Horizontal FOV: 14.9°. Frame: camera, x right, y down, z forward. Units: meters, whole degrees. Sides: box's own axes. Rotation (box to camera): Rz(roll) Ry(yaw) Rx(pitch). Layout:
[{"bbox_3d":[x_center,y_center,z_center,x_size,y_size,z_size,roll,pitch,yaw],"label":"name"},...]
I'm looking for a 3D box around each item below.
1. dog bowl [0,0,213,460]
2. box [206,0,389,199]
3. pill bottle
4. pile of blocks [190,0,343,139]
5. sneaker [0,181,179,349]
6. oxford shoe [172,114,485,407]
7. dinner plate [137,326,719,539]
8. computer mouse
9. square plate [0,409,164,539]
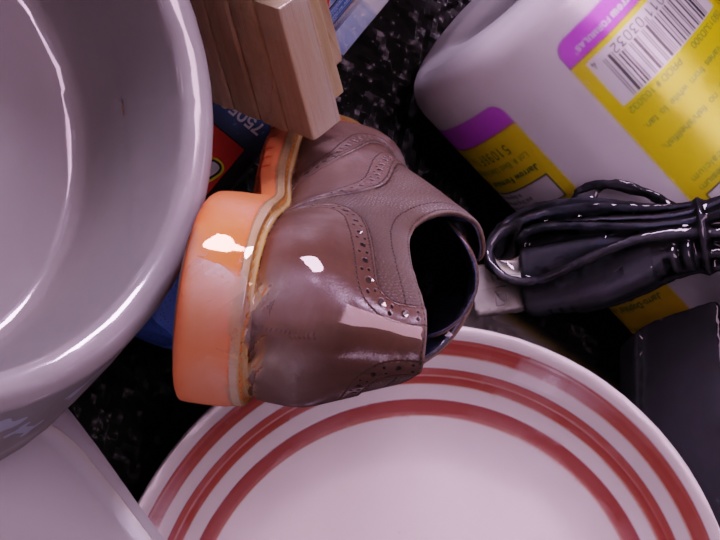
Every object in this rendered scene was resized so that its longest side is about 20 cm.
[{"bbox_3d":[-0.127,-0.044,0.716,0.200,0.059,0.201,9,73,-32],"label":"dog bowl"},{"bbox_3d":[-0.085,-0.125,0.830,0.200,0.040,0.137,40,92,-13],"label":"box"},{"bbox_3d":[0.118,-0.024,0.914,0.200,0.104,0.104,46,58,-10],"label":"pill bottle"},{"bbox_3d":[-0.047,-0.136,0.772,0.062,0.082,0.200,-40,108,-29],"label":"pile of blocks"},{"bbox_3d":[-0.133,0.002,0.782,0.200,0.077,0.112,32,69,-27],"label":"sneaker"},{"bbox_3d":[0.000,0.000,0.786,0.073,0.200,0.072,8,107,7],"label":"oxford shoe"},{"bbox_3d":[0.019,0.117,0.834,0.199,0.024,0.201,1,87,-11],"label":"dinner plate"},{"bbox_3d":[0.120,0.067,0.867,0.053,0.138,0.201,-67,144,-65],"label":"computer mouse"},{"bbox_3d":[-0.105,0.105,0.714,0.198,0.028,0.200,-10,51,-47],"label":"square plate"}]
